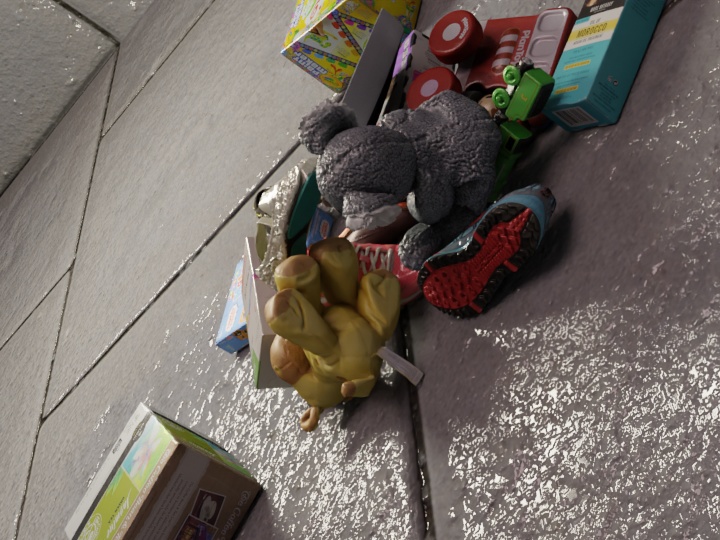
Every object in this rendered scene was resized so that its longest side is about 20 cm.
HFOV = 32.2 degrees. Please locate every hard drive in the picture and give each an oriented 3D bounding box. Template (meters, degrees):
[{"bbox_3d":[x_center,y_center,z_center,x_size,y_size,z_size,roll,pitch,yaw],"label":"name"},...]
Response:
[{"bbox_3d":[0.003,-0.204,1.522,0.135,0.042,0.201,105,-174,-61],"label":"hard drive"}]

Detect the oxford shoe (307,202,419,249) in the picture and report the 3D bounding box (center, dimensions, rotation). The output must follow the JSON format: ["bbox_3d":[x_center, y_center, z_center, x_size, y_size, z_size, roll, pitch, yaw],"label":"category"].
[{"bbox_3d":[0.009,-0.023,1.576,0.199,0.071,0.073,-31,66,36],"label":"oxford shoe"}]

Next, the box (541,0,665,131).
[{"bbox_3d":[0.270,-0.252,1.357,0.082,0.049,0.202,-3,59,59],"label":"box"}]

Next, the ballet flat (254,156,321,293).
[{"bbox_3d":[-0.089,-0.052,1.415,0.072,0.071,0.201,-89,9,-47],"label":"ballet flat"}]

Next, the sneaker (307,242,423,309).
[{"bbox_3d":[0.000,0.000,1.478,0.199,0.087,0.074,-9,61,35],"label":"sneaker"}]

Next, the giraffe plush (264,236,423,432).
[{"bbox_3d":[-0.037,0.088,1.430,0.172,0.200,0.162,-33,-10,-37],"label":"giraffe plush"}]

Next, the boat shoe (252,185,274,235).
[{"bbox_3d":[-0.121,-0.090,1.799,0.072,0.061,0.201,-40,8,-6],"label":"boat shoe"}]

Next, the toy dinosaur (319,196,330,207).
[{"bbox_3d":[-0.044,-0.127,1.739,0.102,0.077,0.199,-47,31,-18],"label":"toy dinosaur"}]

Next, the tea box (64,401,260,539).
[{"bbox_3d":[-0.254,0.303,1.581,0.201,0.133,0.196,-60,26,-5],"label":"tea box"}]

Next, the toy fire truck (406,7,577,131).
[{"bbox_3d":[0.161,-0.217,1.466,0.167,0.112,0.202,1,62,40],"label":"toy fire truck"}]

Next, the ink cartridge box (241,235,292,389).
[{"bbox_3d":[-0.112,0.036,1.595,0.118,0.067,0.201,101,161,-49],"label":"ink cartridge box"}]

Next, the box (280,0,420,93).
[{"bbox_3d":[-0.005,-0.422,1.954,0.192,0.121,0.202,-27,40,47],"label":"box"}]

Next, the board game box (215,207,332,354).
[{"bbox_3d":[-0.124,0.016,1.779,0.199,0.036,0.152,-31,36,42],"label":"board game box"}]

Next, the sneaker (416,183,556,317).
[{"bbox_3d":[0.142,-0.022,1.331,0.200,0.079,0.096,-40,3,45],"label":"sneaker"}]

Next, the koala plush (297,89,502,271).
[{"bbox_3d":[0.032,-0.110,1.333,0.184,0.199,0.179,-44,60,41],"label":"koala plush"}]

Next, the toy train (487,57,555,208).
[{"bbox_3d":[0.156,-0.142,1.379,0.042,0.056,0.201,-25,-32,-44],"label":"toy train"}]

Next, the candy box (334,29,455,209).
[{"bbox_3d":[0.046,-0.182,1.626,0.168,0.071,0.201,-47,25,45],"label":"candy box"}]
